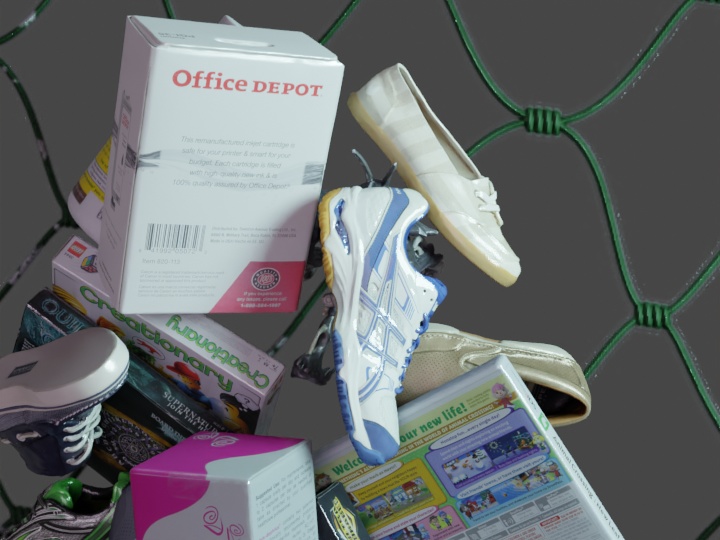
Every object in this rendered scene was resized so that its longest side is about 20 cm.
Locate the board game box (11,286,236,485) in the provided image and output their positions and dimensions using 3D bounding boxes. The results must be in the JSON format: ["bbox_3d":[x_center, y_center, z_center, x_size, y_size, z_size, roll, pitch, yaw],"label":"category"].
[{"bbox_3d":[-0.198,0.118,1.068,0.199,0.028,0.136,36,135,6],"label":"board game box"}]

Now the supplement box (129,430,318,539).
[{"bbox_3d":[-0.092,0.228,0.953,0.100,0.103,0.203,2,102,25],"label":"supplement box"}]

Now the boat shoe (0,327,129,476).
[{"bbox_3d":[-0.220,0.106,1.011,0.199,0.075,0.093,-11,122,48],"label":"boat shoe"}]

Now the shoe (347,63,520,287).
[{"bbox_3d":[0.067,-0.076,1.041,0.053,0.070,0.201,-40,83,15],"label":"shoe"}]

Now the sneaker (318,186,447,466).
[{"bbox_3d":[0.022,0.039,0.947,0.087,0.075,0.203,-6,94,0],"label":"sneaker"}]

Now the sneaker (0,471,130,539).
[{"bbox_3d":[-0.255,0.213,1.084,0.197,0.078,0.086,-16,106,6],"label":"sneaker"}]

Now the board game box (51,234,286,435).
[{"bbox_3d":[-0.157,0.065,1.055,0.199,0.127,0.035,31,57,7],"label":"board game box"}]

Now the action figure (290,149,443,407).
[{"bbox_3d":[0.000,0.000,1.040,0.117,0.102,0.202,16,109,10],"label":"action figure"}]

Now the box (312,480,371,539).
[{"bbox_3d":[-0.052,0.295,1.030,0.197,0.050,0.202,-30,87,26],"label":"box"}]

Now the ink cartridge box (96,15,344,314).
[{"bbox_3d":[-0.105,-0.075,0.963,0.145,0.083,0.202,1,115,-26],"label":"ink cartridge box"}]

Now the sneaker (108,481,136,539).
[{"bbox_3d":[-0.172,0.263,1.002,0.073,0.087,0.203,8,107,20],"label":"sneaker"}]

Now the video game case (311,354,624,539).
[{"bbox_3d":[0.075,0.181,0.999,0.199,0.022,0.183,-30,99,27],"label":"video game case"}]

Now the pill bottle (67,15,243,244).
[{"bbox_3d":[-0.137,-0.100,1.053,0.109,0.109,0.201,38,96,6],"label":"pill bottle"}]

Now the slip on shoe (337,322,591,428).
[{"bbox_3d":[0.082,0.090,1.010,0.197,0.061,0.077,8,114,-16],"label":"slip on shoe"}]
